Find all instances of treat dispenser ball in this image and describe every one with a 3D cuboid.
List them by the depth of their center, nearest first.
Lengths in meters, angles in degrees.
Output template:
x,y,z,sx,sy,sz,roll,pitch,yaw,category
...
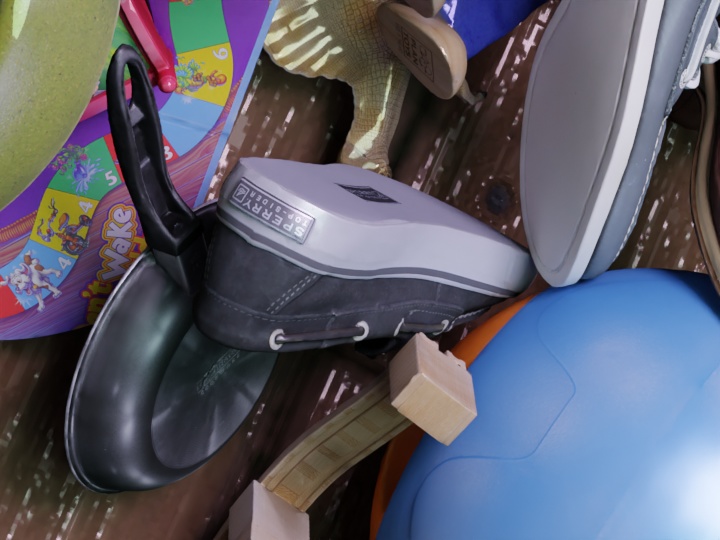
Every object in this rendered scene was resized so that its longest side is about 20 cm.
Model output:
x,y,z,sx,sy,sz,roll,pitch,yaw,category
0.103,0.100,1.012,0.201,0.201,0.201,-1,93,-27,treat dispenser ball

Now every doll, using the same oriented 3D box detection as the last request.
x,y,z,sx,sy,sz,roll,pitch,yaw,category
0.094,-0.139,1.012,0.200,0.048,0.137,-34,141,-17,doll

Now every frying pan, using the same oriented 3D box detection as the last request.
x,y,z,sx,sy,sz,roll,pitch,yaw,category
-0.053,-0.002,0.970,0.115,0.031,0.190,-30,141,-49,frying pan

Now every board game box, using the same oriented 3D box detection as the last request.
x,y,z,sx,sy,sz,roll,pitch,yaw,category
-0.115,-0.057,0.930,0.158,0.039,0.200,16,113,-16,board game box

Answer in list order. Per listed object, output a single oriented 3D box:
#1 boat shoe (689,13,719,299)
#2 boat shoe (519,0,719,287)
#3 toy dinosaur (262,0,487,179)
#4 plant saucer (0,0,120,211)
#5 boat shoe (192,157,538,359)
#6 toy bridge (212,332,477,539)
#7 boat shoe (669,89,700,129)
x,y,z,sx,sy,sz,roll,pitch,yaw,category
0.156,-0.047,0.978,0.072,0.068,0.200,10,53,-20,boat shoe
0.104,-0.084,0.964,0.062,0.073,0.200,3,114,-24,boat shoe
-0.001,-0.118,1.030,0.101,0.058,0.200,-26,104,-23,toy dinosaur
-0.173,-0.099,0.887,0.200,0.031,0.200,1,94,14,plant saucer
0.000,0.000,0.981,0.200,0.069,0.057,8,110,-64,boat shoe
-0.032,0.099,0.992,0.027,0.067,0.200,34,110,-16,toy bridge
0.152,-0.149,1.093,0.067,0.072,0.200,5,92,-28,boat shoe
